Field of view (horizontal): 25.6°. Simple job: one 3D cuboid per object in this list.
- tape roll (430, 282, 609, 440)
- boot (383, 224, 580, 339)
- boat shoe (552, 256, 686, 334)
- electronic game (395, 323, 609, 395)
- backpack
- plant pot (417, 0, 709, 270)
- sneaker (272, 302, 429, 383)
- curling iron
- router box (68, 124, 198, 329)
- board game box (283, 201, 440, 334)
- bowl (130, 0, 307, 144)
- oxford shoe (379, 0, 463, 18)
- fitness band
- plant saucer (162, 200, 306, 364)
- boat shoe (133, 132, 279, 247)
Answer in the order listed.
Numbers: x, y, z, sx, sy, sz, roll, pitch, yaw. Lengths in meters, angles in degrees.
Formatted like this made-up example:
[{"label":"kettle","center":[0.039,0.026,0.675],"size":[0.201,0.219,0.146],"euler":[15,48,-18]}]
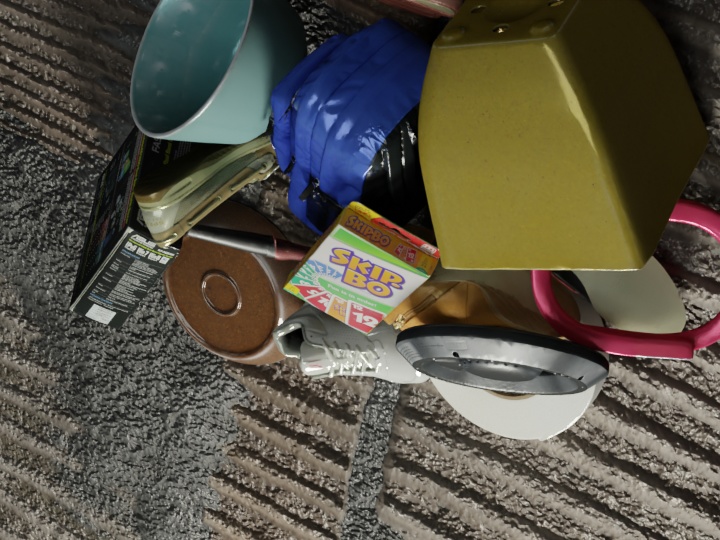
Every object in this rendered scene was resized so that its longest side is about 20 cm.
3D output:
[{"label":"tape roll","center":[0.149,0.074,1.582],"size":[0.201,0.037,0.204],"euler":[15,120,27]},{"label":"boot","center":[0.102,0.031,1.523],"size":[0.200,0.071,0.144],"euler":[25,153,1]},{"label":"boat shoe","center":[0.219,-0.010,1.479],"size":[0.201,0.063,0.074],"euler":[37,100,2]},{"label":"electronic game","center":[0.131,0.080,1.468],"size":[0.199,0.200,0.042],"euler":[0,75,33]},{"label":"backpack","center":[-0.001,-0.129,1.449],"size":[0.167,0.163,0.200],"euler":[36,156,11]},{"label":"plant pot","center":[0.156,-0.137,1.334],"size":[0.193,0.196,0.201],"euler":[0,129,33]},{"label":"sneaker","center":[-0.011,0.086,1.630],"size":[0.199,0.099,0.079],"euler":[12,122,45]},{"label":"curling iron","center":[-0.082,-0.023,1.617],"size":[0.198,0.050,0.026],"euler":[15,91,-17]},{"label":"router box","center":[-0.233,-0.062,1.662],"size":[0.062,0.201,0.150],"euler":[23,134,-21]},{"label":"board game box","center":[0.000,0.000,1.460],"size":[0.095,0.030,0.200],"euler":[29,152,-7]},{"label":"bowl","center":[-0.126,-0.203,1.540],"size":[0.105,0.202,0.200],"euler":[24,141,-35]},{"label":"oxford shoe","center":[0.054,-0.268,1.409],"size":[0.200,0.070,0.074],"euler":[29,103,68]},{"label":"fitness band","center":[0.253,0.004,1.429],"size":[0.198,0.037,0.145],"euler":[6,98,7]},{"label":"plant saucer","center":[-0.147,0.020,1.752],"size":[0.199,0.034,0.202],"euler":[16,123,27]},{"label":"boat shoe","center":[-0.137,-0.094,1.580],"size":[0.073,0.200,0.064],"euler":[7,122,43]}]
